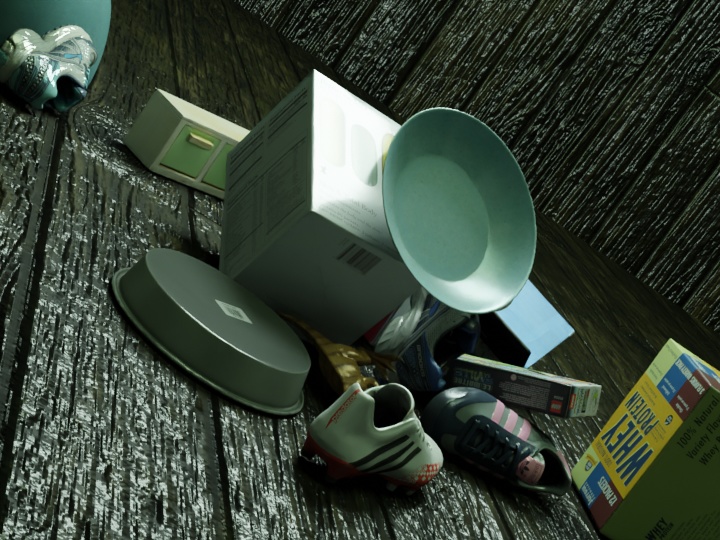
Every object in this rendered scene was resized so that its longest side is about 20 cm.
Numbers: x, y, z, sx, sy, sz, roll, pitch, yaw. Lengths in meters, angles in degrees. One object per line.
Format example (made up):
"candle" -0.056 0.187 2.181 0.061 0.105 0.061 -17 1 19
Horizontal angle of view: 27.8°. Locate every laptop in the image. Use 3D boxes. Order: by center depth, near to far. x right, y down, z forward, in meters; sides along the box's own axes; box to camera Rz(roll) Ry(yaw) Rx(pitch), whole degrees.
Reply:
"laptop" 0.169 0.018 1.746 0.188 0.116 0.200 48 -10 12

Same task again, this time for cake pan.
"cake pan" -0.122 0.048 1.255 0.199 0.037 0.200 35 12 -9

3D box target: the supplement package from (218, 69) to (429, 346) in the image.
"supplement package" -0.037 -0.057 1.454 0.151 0.150 0.201 29 39 -29

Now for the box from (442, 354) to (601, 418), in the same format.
"box" 0.144 0.117 1.538 0.198 0.035 0.110 12 1 25

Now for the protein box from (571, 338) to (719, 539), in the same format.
"protein box" 0.374 0.224 1.586 0.199 0.199 0.135 32 12 -16

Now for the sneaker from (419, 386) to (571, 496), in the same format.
"sneaker" 0.141 0.172 1.437 0.199 0.071 0.082 23 14 -44

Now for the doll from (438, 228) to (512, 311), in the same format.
"doll" 0.103 -0.052 1.470 0.136 0.048 0.202 -24 94 -61

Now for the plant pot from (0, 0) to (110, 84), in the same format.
"plant pot" -0.376 -0.331 1.741 0.199 0.135 0.200 35 12 -8

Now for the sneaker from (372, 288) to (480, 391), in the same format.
"sneaker" 0.093 0.049 1.496 0.084 0.201 0.077 11 -34 30

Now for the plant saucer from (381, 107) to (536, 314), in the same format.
"plant saucer" 0.087 -0.054 1.396 0.199 0.039 0.203 14 68 -37

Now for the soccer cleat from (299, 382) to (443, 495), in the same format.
"soccer cleat" 0.026 0.136 1.219 0.069 0.086 0.199 42 14 30

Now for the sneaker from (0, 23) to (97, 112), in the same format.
"sneaker" -0.335 -0.212 1.598 0.086 0.078 0.200 48 19 0

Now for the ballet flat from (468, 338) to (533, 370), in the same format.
"ballet flat" 0.158 0.084 1.824 0.199 0.064 0.076 31 4 -27

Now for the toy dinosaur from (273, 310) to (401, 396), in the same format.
"toy dinosaur" -0.020 0.084 1.345 0.106 0.061 0.200 25 17 -39

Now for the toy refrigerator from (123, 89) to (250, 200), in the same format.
"toy refrigerator" -0.174 -0.135 1.708 0.199 0.076 0.070 22 18 -52

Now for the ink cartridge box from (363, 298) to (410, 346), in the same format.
"ink cartridge box" 0.000 0.000 1.663 0.175 0.084 0.200 17 22 -52
